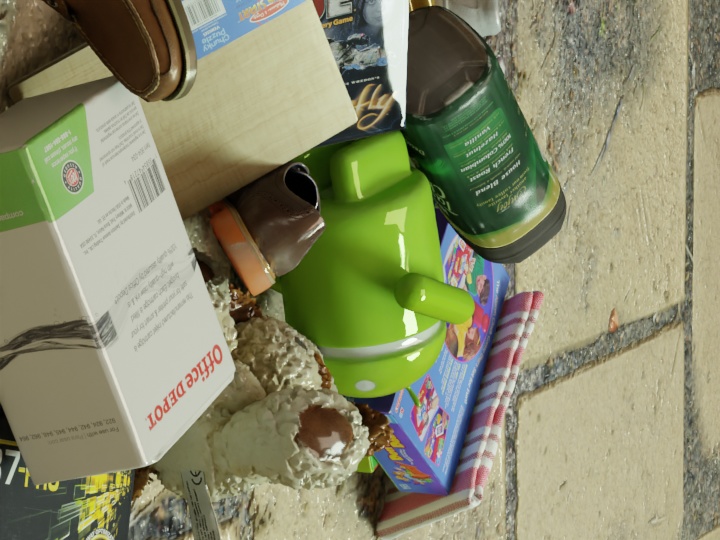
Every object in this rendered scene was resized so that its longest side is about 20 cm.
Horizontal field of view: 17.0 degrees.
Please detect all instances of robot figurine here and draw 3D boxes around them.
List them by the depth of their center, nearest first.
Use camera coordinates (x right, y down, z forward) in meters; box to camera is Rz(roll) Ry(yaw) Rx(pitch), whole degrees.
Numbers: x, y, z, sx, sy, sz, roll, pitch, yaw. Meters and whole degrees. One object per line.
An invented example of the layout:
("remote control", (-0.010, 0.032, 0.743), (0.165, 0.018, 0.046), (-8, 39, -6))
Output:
("robot figurine", (0.000, 0.000, 1.704), (0.116, 0.175, 0.201), (-31, 121, -47))

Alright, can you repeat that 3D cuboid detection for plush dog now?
("plush dog", (-0.078, 0.088, 1.614), (0.161, 0.200, 0.172), (-52, 163, 27))

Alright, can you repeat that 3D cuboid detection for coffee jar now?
("coffee jar", (0.078, -0.093, 1.744), (0.085, 0.104, 0.200), (-38, 139, -4))

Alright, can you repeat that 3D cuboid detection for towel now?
("towel", (0.083, 0.119, 1.946), (0.030, 0.146, 0.201), (28, 63, -18))

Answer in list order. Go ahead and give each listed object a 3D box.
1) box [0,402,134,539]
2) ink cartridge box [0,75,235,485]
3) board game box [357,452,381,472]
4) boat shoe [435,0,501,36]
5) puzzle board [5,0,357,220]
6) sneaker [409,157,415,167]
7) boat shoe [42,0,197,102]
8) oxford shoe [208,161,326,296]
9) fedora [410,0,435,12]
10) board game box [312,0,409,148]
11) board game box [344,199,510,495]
("box", (-0.206, 0.130, 1.457), (0.200, 0.049, 0.162), (22, 69, -62))
("ink cartridge box", (-0.163, 0.005, 1.413), (0.146, 0.084, 0.201), (-47, 122, -61))
("board game box", (-0.006, 0.042, 1.852), (0.102, 0.047, 0.201), (-45, 132, -53))
("boat shoe", (0.092, -0.242, 1.870), (0.200, 0.068, 0.072), (-74, 159, -56))
("puzzle board", (-0.110, -0.107, 1.527), (0.200, 0.017, 0.151), (-30, 129, -10))
("sneaker", (0.036, -0.105, 1.833), (0.200, 0.074, 0.080), (-31, 145, -50))
("boat shoe", (-0.170, -0.178, 1.405), (0.068, 0.072, 0.200), (-18, 69, -44))
("oxford shoe", (-0.061, -0.042, 1.615), (0.071, 0.073, 0.200), (59, 1, -23))
("fedora", (-0.003, -0.189, 1.748), (0.200, 0.082, 0.201), (-18, 114, -45))
("board game box", (-0.064, -0.138, 1.565), (0.199, 0.035, 0.136), (-14, 126, -22))
("board game box", (0.053, 0.054, 1.866), (0.135, 0.045, 0.201), (57, 44, -50))
